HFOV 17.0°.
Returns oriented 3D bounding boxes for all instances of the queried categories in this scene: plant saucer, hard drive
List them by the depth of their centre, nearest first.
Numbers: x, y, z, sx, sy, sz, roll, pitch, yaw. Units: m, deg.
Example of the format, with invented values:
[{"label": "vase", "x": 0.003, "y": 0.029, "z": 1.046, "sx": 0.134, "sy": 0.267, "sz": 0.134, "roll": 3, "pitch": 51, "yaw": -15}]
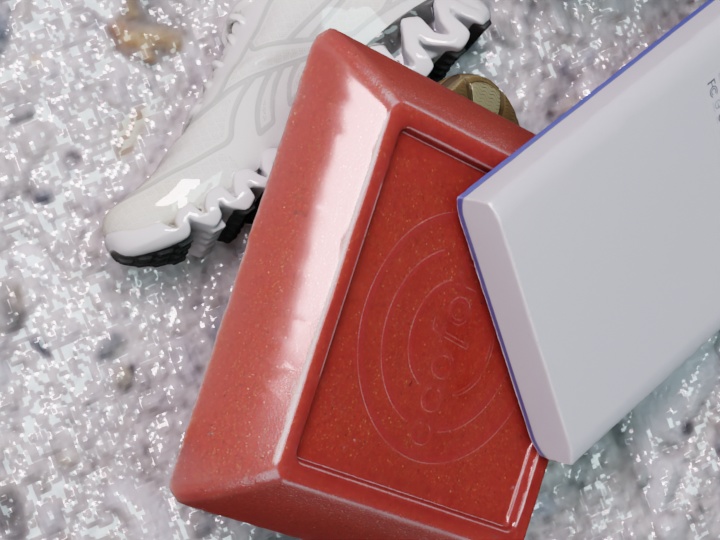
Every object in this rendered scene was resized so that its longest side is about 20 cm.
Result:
[{"label": "plant saucer", "x": 0.030, "y": 0.025, "z": 1.011, "sx": 0.200, "sy": 0.037, "sz": 0.200, "roll": 23, "pitch": 83, "yaw": -43}, {"label": "hard drive", "x": 0.131, "y": -0.026, "z": 1.053, "sx": 0.200, "sy": 0.025, "sz": 0.132, "roll": -38, "pitch": 123, "yaw": -32}]

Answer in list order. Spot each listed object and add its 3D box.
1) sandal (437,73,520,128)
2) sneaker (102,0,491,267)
[{"label": "sandal", "x": 0.000, "y": 0.000, "z": 1.040, "sx": 0.080, "sy": 0.054, "sz": 0.200, "roll": 46, "pitch": 68, "yaw": -40}, {"label": "sneaker", "x": -0.039, "y": -0.075, "z": 1.028, "sx": 0.200, "sy": 0.075, "sz": 0.081, "roll": -40, "pitch": 90, "yaw": -21}]
